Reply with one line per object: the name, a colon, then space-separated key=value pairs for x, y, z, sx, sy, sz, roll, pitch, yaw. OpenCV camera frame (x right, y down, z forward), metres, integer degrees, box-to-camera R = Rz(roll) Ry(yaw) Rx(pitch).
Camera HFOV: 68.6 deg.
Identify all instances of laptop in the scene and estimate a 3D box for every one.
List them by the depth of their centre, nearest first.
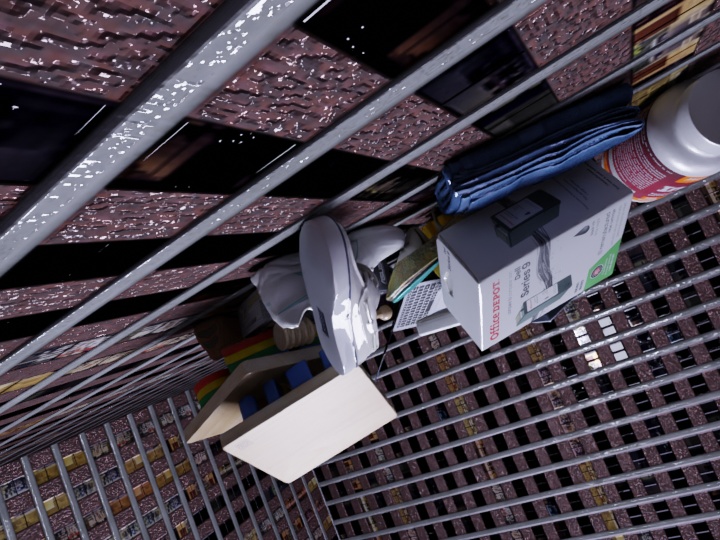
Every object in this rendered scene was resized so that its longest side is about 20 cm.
laptop: x=0.108 y=0.111 z=0.951 sx=0.196 sy=0.118 sz=0.188 roll=-11 pitch=151 yaw=-12

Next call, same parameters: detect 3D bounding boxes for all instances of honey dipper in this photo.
honey dipper: x=-0.031 y=0.073 z=0.748 sx=0.197 sy=0.039 sz=0.038 roll=-11 pitch=167 yaw=-39

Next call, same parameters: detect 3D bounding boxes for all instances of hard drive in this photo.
hard drive: x=0.199 y=0.054 z=0.825 sx=0.197 sy=0.027 sz=0.131 roll=-21 pitch=175 yaw=29

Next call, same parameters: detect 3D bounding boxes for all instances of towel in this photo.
towel: x=0.173 y=-0.112 z=0.535 sx=0.197 sy=0.049 sz=0.112 roll=-25 pitch=175 yaw=1

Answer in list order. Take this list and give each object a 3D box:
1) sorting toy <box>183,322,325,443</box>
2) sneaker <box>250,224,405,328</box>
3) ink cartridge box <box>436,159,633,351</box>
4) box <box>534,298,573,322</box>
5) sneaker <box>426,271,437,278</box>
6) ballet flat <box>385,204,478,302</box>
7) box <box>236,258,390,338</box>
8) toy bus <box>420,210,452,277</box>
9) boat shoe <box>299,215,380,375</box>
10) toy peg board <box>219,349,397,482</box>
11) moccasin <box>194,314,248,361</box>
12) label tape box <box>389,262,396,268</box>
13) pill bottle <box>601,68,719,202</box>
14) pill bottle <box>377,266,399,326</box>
sorting toy: x=-0.143 y=0.155 z=0.780 sx=0.197 sy=0.070 sz=0.200 roll=-4 pitch=145 yaw=-48
sneaker: x=-0.026 y=0.006 z=0.617 sx=0.198 sy=0.081 sz=0.070 roll=-23 pitch=172 yaw=-25
ink cartridge box: x=0.196 y=-0.016 z=0.610 sx=0.198 sy=0.084 sz=0.147 roll=-29 pitch=141 yaw=-7
box: x=0.337 y=-0.024 z=1.026 sx=0.148 sy=0.201 sz=0.107 roll=-40 pitch=175 yaw=-6
sneaker: x=0.152 y=0.002 z=0.982 sx=0.197 sy=0.072 sz=0.082 roll=-17 pitch=178 yaw=-30
ballet flat: x=0.097 y=-0.042 z=0.657 sx=0.199 sy=0.071 sz=0.070 roll=-40 pitch=169 yaw=18
box: x=-0.071 y=0.040 z=0.740 sx=0.156 sy=0.049 sz=0.199 roll=-7 pitch=165 yaw=-30
toy bus: x=0.206 y=-0.068 z=0.721 sx=0.198 sy=0.137 sz=0.192 roll=-16 pitch=157 yaw=-38
boat shoe: x=-0.011 y=0.024 z=0.529 sx=0.065 sy=0.072 sz=0.203 roll=-27 pitch=132 yaw=-22
toy peg board: x=-0.075 y=0.186 z=0.749 sx=0.198 sy=0.099 sz=0.200 roll=-31 pitch=142 yaw=0
moccasin: x=-0.189 y=0.108 z=0.838 sx=0.072 sy=0.079 sz=0.201 roll=-23 pitch=174 yaw=3
label tape box: x=0.137 y=-0.005 z=1.204 sx=0.197 sy=0.064 sz=0.144 roll=-26 pitch=173 yaw=13
pill bottle: x=0.390 y=-0.161 z=0.651 sx=0.111 sy=0.115 sz=0.200 roll=-24 pitch=174 yaw=1
pill bottle: x=0.013 y=0.056 z=1.012 sx=0.198 sy=0.114 sz=0.112 roll=-18 pitch=172 yaw=-42
